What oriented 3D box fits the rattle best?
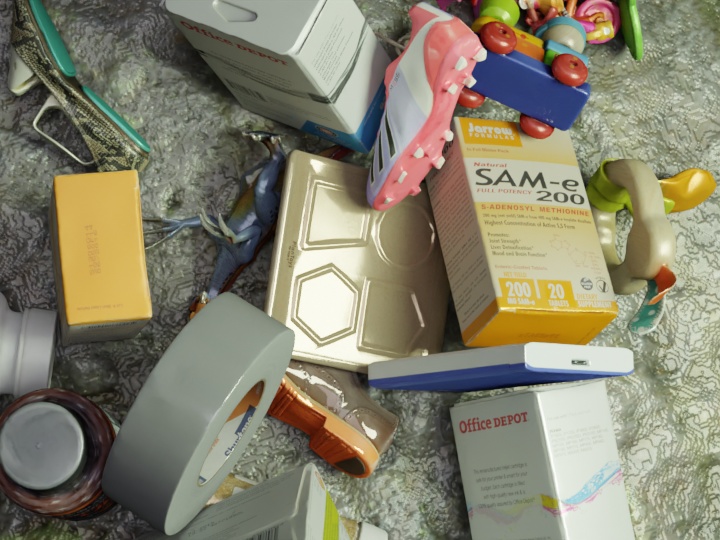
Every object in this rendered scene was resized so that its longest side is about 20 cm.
[{"bbox_3d":[0.289,-0.017,1.613,0.142,0.200,0.131,18,109,-27],"label":"rattle"}]

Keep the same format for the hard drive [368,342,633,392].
[{"bbox_3d":[0.120,0.086,1.543,0.132,0.200,0.025,5,80,-39],"label":"hard drive"}]

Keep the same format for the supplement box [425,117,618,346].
[{"bbox_3d":[0.142,-0.034,1.593,0.126,0.074,0.201,2,60,-26],"label":"supplement box"}]

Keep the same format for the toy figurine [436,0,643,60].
[{"bbox_3d":[0.160,-0.277,1.671,0.183,0.150,0.201,-13,110,3],"label":"toy figurine"}]

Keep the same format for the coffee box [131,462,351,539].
[{"bbox_3d":[-0.090,0.315,1.465,0.199,0.200,0.198,-24,103,5],"label":"coffee box"}]

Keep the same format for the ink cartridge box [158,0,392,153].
[{"bbox_3d":[-0.065,-0.198,1.549,0.145,0.200,0.084,23,79,25],"label":"ink cartridge box"}]

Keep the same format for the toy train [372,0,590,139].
[{"bbox_3d":[0.114,-0.211,1.594,0.199,0.085,0.116,23,43,-7],"label":"toy train"}]

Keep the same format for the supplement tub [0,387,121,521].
[{"bbox_3d":[-0.254,0.157,1.493,0.106,0.200,0.107,0,80,1],"label":"supplement tub"}]

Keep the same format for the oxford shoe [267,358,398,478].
[{"bbox_3d":[-0.052,0.101,1.613,0.200,0.071,0.073,43,59,-5],"label":"oxford shoe"}]

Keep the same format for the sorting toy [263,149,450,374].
[{"bbox_3d":[0.000,0.000,1.613,0.199,0.036,0.186,14,80,-31],"label":"sorting toy"}]

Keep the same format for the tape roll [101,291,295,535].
[{"bbox_3d":[-0.133,0.119,1.471,0.066,0.200,0.201,31,79,9],"label":"tape roll"}]

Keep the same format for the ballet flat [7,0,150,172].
[{"bbox_3d":[-0.275,-0.160,1.607,0.075,0.068,0.200,-36,92,5],"label":"ballet flat"}]

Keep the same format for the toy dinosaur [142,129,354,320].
[{"bbox_3d":[-0.098,-0.035,1.603,0.199,0.105,0.182,5,96,-16],"label":"toy dinosaur"}]

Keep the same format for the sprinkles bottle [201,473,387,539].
[{"bbox_3d":[-0.078,0.232,1.584,0.199,0.068,0.068,22,81,-5],"label":"sprinkles bottle"}]

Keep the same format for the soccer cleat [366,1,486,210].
[{"bbox_3d":[0.044,-0.141,1.550,0.076,0.200,0.067,44,42,22],"label":"soccer cleat"}]

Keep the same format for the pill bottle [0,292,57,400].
[{"bbox_3d":[-0.369,0.065,1.537,0.199,0.111,0.112,7,82,-8],"label":"pill bottle"}]

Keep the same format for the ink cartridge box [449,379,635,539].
[{"bbox_3d":[0.165,0.207,1.578,0.085,0.147,0.201,-5,83,-31],"label":"ink cartridge box"}]

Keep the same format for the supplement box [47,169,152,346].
[{"bbox_3d":[-0.227,-0.007,1.522,0.073,0.200,0.127,-5,85,-12],"label":"supplement box"}]
